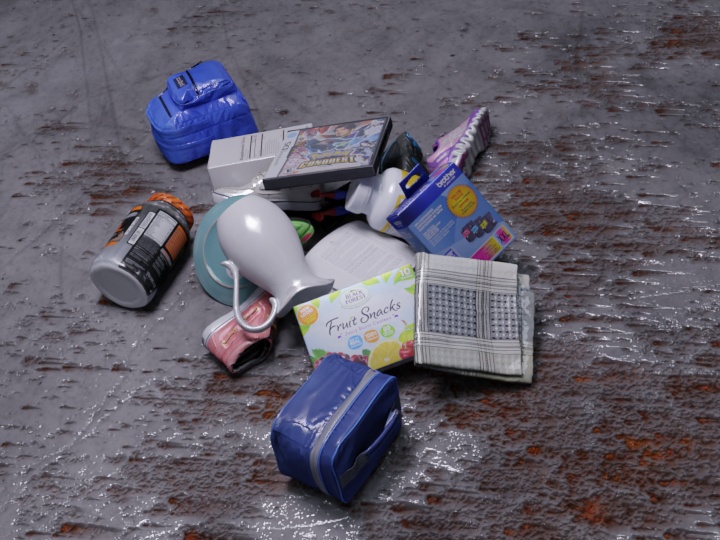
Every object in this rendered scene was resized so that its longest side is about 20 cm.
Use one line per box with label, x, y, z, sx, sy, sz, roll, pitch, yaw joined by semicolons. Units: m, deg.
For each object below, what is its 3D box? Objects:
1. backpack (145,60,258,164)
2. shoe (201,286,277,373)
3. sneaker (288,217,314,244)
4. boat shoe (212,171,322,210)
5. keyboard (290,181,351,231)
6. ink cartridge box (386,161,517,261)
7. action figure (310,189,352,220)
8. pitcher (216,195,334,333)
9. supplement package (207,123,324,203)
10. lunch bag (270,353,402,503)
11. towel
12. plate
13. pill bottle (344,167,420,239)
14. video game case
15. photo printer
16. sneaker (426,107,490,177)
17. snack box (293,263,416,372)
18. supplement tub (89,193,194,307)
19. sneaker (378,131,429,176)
backpack;-0.342;-0.328;1.970;0.200;0.168;0.163;-26;40;-8
shoe;-0.162;0.089;1.596;0.200;0.072;0.091;-36;54;-18
sneaker;-0.174;-0.082;1.726;0.200;0.077;0.084;-1;56;29
boat shoe;-0.169;-0.149;1.732;0.200;0.070;0.071;2;15;-4
keyboard;-0.063;-0.105;1.793;0.200;0.040;0.104;-33;25;-17
ink cartridge box;0.139;-0.083;1.569;0.136;0.200;0.076;-45;8;-12
action figure;0.021;-0.124;1.718;0.200;0.065;0.099;-9;10;-34
pitcher;-0.166;-0.010;1.555;0.172;0.121;0.200;-34;78;-20
supplement package;-0.177;-0.187;1.814;0.200;0.121;0.120;-10;34;3
lunch bag;-0.019;0.225;1.381;0.132;0.136;0.200;20;52;28
towel;0.179;0.071;1.472;0.200;0.035;0.193;10;63;-14
plate;-0.213;-0.036;1.667;0.200;0.026;0.200;-2;86;22
pill bottle;0.080;-0.111;1.649;0.200;0.112;0.112;19;45;-13
video game case;-0.055;-0.206;1.660;0.200;0.026;0.181;-6;34;17
photo printer;0.000;0.000;1.642;0.200;0.069;0.166;28;57;33
sneaker;0.188;-0.247;1.841;0.088;0.081;0.200;9;49;30
snack box;0.011;0.091;1.505;0.200;0.053;0.142;-21;75;2
supplement tub;-0.390;-0.040;1.728;0.122;0.123;0.200;9;48;20
sneaker;0.079;-0.186;1.791;0.082;0.073;0.200;-37;23;18
